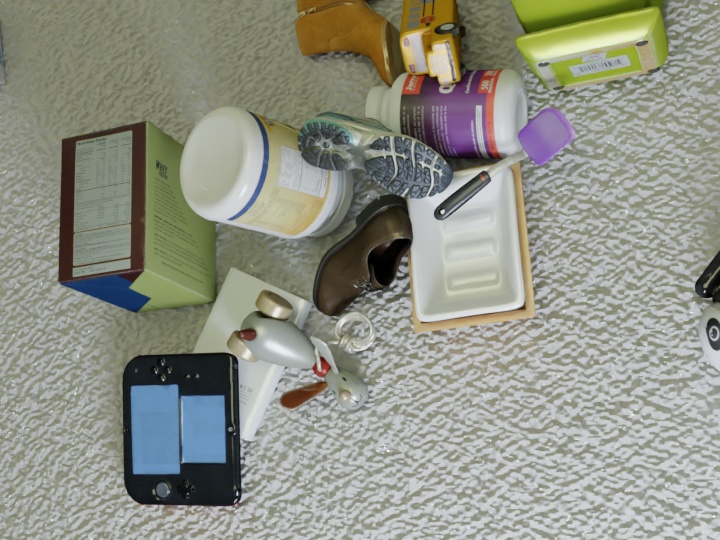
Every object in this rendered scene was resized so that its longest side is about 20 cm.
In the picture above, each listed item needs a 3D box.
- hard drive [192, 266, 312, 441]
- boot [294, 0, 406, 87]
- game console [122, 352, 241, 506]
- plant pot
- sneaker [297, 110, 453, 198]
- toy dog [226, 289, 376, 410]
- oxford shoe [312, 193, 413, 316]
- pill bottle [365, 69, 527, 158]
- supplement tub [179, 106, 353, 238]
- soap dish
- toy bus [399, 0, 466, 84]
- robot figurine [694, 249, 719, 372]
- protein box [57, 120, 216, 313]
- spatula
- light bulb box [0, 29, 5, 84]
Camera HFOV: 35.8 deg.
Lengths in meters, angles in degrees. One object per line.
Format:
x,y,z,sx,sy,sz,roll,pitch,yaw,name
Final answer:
-0.162,0.112,1.517,0.131,0.026,0.202,22,85,24,hard drive
-0.018,-0.321,1.554,0.143,0.071,0.203,-18,68,22,boot
-0.241,0.213,1.497,0.175,0.031,0.203,-4,86,25,game console
0.281,-0.334,1.373,0.198,0.199,0.184,-9,80,18,plant pot
0.026,-0.158,1.398,0.198,0.087,0.078,20,123,4,sneaker
-0.085,0.107,1.424,0.198,0.096,0.133,14,101,13,toy dog
0.000,0.000,1.420,0.201,0.072,0.085,-54,41,36,oxford shoe
0.111,-0.202,1.444,0.198,0.112,0.114,2,78,21,pill bottle
-0.118,-0.121,1.447,0.143,0.199,0.146,-10,75,40,supplement tub
0.138,-0.026,1.407,0.156,0.081,0.202,-9,74,19,soap dish
0.094,-0.312,1.445,0.077,0.066,0.201,-7,36,11,toy bus
0.466,0.036,1.241,0.124,0.150,0.201,39,93,-15,robot figurine
-0.299,-0.066,1.518,0.133,0.198,0.202,-8,74,18,protein box
0.170,-0.125,1.365,0.199,0.021,0.057,-36,68,9,spatula
-0.697,-0.353,1.742,0.196,0.200,0.126,-15,73,17,light bulb box
